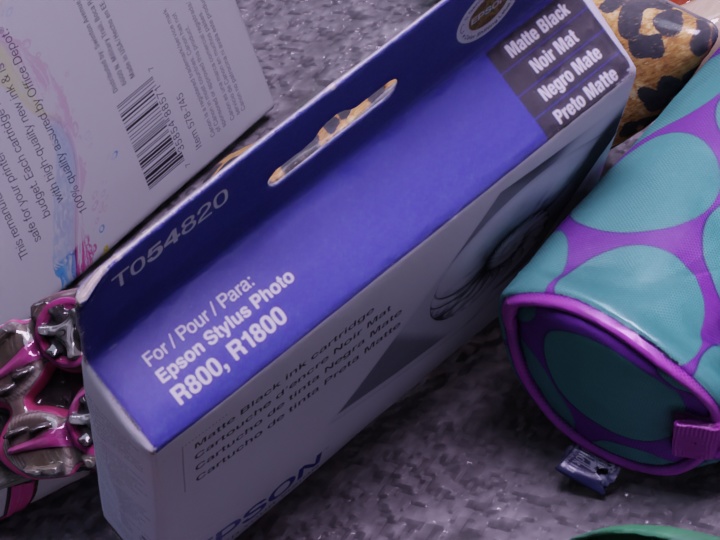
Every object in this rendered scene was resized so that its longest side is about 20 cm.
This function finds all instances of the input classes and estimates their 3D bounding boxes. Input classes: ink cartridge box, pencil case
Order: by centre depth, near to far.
[{"bbox_3d":[0.000,0.000,0.835,0.199,0.200,0.041,-39,73,-16],"label":"ink cartridge box"},{"bbox_3d":[0.130,-0.018,0.892,0.092,0.085,0.200,37,56,8],"label":"pencil case"},{"bbox_3d":[-0.166,-0.078,1.045,0.144,0.146,0.200,20,52,40],"label":"ink cartridge box"}]

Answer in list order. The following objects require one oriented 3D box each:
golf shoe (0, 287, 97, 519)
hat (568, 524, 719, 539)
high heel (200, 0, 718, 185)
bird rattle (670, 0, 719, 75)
[{"bbox_3d":[-0.137,0.058,0.944,0.199,0.073,0.092,-16,-4,20],"label":"golf shoe"},{"bbox_3d":[0.090,0.179,0.632,0.200,0.166,0.176,1,54,56],"label":"hat"},{"bbox_3d":[0.027,-0.040,0.957,0.200,0.072,0.143,-10,27,49],"label":"high heel"},{"bbox_3d":[0.120,-0.133,1.061,0.199,0.113,0.163,1,52,5],"label":"bird rattle"}]
